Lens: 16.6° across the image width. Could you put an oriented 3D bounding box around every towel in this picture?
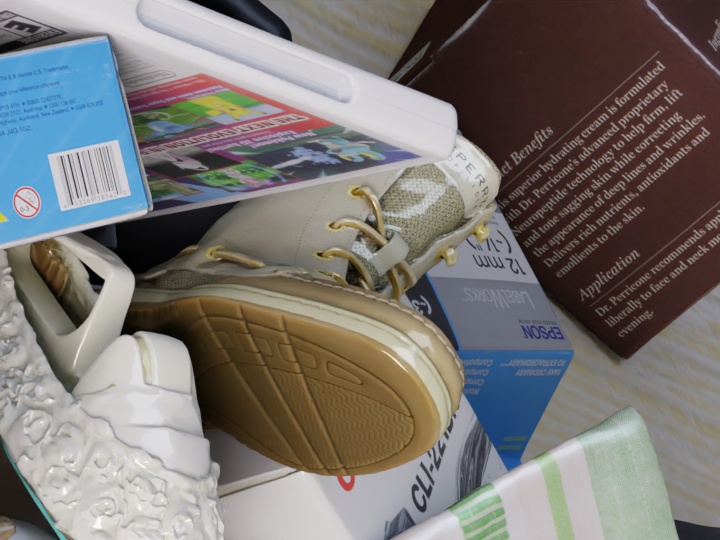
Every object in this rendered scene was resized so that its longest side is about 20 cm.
[{"bbox_3d":[0.050,0.157,0.886,0.200,0.023,0.153,-25,104,-33],"label":"towel"}]

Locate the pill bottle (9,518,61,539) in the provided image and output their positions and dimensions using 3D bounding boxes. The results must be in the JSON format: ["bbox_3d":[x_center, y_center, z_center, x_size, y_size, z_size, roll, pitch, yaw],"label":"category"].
[{"bbox_3d":[-0.143,0.132,0.761,0.200,0.120,0.120,12,46,-36],"label":"pill bottle"}]

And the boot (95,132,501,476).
[{"bbox_3d":[0.000,0.000,0.882,0.155,0.200,0.072,-37,113,-30],"label":"boot"}]

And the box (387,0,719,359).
[{"bbox_3d":[0.145,-0.097,1.345,0.200,0.166,0.164,44,32,-9],"label":"box"}]

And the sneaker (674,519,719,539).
[{"bbox_3d":[0.156,0.167,1.187,0.200,0.072,0.083,11,71,-44],"label":"sneaker"}]

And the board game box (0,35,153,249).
[{"bbox_3d":[-0.201,-0.013,0.747,0.200,0.196,0.056,-15,94,-39],"label":"board game box"}]

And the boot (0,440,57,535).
[{"bbox_3d":[-0.150,0.089,0.876,0.200,0.070,0.146,-2,64,-44],"label":"boot"}]

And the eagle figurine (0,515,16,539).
[{"bbox_3d":[-0.198,0.087,0.615,0.151,0.200,0.152,52,15,-22],"label":"eagle figurine"}]

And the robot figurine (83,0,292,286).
[{"bbox_3d":[-0.097,-0.055,1.043,0.200,0.150,0.125,35,13,-20],"label":"robot figurine"}]

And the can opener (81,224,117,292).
[{"bbox_3d":[-0.183,-0.004,0.925,0.200,0.053,0.067,3,75,-41],"label":"can opener"}]

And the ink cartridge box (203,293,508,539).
[{"bbox_3d":[0.008,0.122,0.957,0.200,0.084,0.144,59,27,-21],"label":"ink cartridge box"}]

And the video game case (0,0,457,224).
[{"bbox_3d":[-0.099,-0.059,0.839,0.182,0.200,0.023,18,72,-38],"label":"video game case"}]

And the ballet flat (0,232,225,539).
[{"bbox_3d":[-0.092,0.032,0.816,0.072,0.072,0.200,15,25,-43],"label":"ballet flat"}]

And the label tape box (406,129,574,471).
[{"bbox_3d":[0.027,0.024,1.164,0.143,0.066,0.200,3,52,-50],"label":"label tape box"}]
